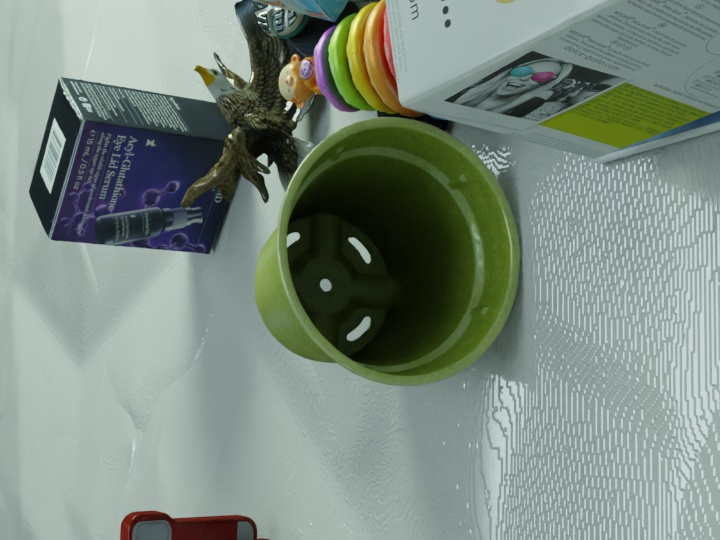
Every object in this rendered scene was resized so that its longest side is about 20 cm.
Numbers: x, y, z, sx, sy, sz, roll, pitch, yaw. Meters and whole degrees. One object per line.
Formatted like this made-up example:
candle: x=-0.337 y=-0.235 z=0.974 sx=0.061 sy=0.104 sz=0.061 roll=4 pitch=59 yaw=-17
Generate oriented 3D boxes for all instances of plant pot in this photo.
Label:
plant pot: x=0.000 y=0.000 z=1.011 sx=0.184 sy=0.198 sz=0.203 roll=154 pitch=117 yaw=-66

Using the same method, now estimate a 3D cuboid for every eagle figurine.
eagle figurine: x=-0.107 y=-0.173 z=1.267 sx=0.150 sy=0.152 sz=0.201 roll=-3 pitch=43 yaw=18

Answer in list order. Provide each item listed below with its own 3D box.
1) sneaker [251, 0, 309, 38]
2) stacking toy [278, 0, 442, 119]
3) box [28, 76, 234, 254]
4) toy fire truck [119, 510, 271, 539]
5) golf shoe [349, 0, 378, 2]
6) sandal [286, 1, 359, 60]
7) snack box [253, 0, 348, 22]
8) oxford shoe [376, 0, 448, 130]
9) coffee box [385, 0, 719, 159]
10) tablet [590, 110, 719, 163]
sneaker: x=-0.051 y=-0.306 z=1.191 sx=0.077 sy=0.080 sz=0.203 roll=-7 pitch=63 yaw=32
stacking toy: x=0.006 y=-0.166 z=0.991 sx=0.198 sy=0.109 sz=0.118 roll=-5 pitch=94 yaw=40
box: x=-0.246 y=-0.113 z=1.378 sx=0.105 sy=0.198 sz=0.149 roll=52 pitch=129 yaw=46
toy fire truck: x=-0.162 y=0.334 z=1.213 sx=0.112 sy=0.166 sz=0.203 roll=-1 pitch=85 yaw=57
golf shoe: x=0.004 y=-0.344 z=1.116 sx=0.077 sy=0.093 sz=0.203 roll=10 pitch=92 yaw=58
sandal: x=-0.048 y=-0.249 z=1.220 sx=0.043 sy=0.075 sz=0.201 roll=73 pitch=171 yaw=-46
snack box: x=-0.014 y=-0.307 z=1.039 sx=0.116 sy=0.037 sz=0.201 roll=25 pitch=80 yaw=45
oxford shoe: x=0.047 y=-0.194 z=1.066 sx=0.084 sy=0.072 sz=0.203 roll=-146 pitch=60 yaw=-81
coffee box: x=0.145 y=-0.203 z=0.727 sx=0.196 sy=0.199 sz=0.203 roll=-20 pitch=70 yaw=41
tablet: x=0.219 y=-0.152 z=0.823 sx=0.199 sy=0.014 sz=0.132 roll=-14 pitch=74 yaw=57
